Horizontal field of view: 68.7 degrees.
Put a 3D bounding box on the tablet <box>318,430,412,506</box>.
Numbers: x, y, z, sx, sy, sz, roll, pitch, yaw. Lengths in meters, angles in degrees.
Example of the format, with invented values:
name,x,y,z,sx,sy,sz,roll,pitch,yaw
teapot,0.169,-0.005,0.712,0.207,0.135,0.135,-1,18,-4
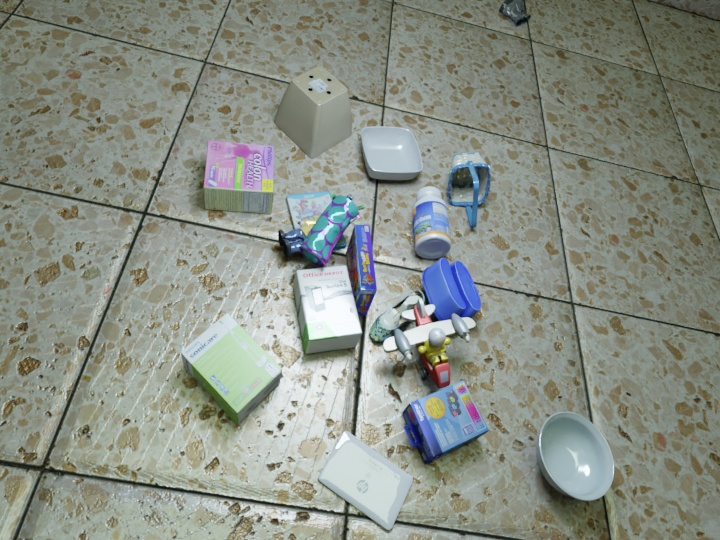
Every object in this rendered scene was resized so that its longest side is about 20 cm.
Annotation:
name,x,y,z,sx,sy,sz,roll,pitch,yaw
tablet,0.013,0.476,1.207,0.197,0.014,0.131,32,56,7

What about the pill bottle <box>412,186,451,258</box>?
name,x,y,z,sx,sy,sz,roll,pitch,yaw
pill bottle,0.212,-0.149,1.596,0.108,0.113,0.206,6,56,-10

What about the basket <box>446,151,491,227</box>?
name,x,y,z,sx,sy,sz,roll,pitch,yaw
basket,0.346,-0.264,1.673,0.134,0.180,0.204,-7,44,-1

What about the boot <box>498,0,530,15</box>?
name,x,y,z,sx,sy,sz,roll,pitch,yaw
boot,0.742,-1.210,2.444,0.199,0.070,0.132,-41,77,-20

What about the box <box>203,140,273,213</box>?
name,x,y,z,sx,sy,sz,roll,pitch,yaw
box,-0.352,-0.273,1.539,0.193,0.098,0.181,3,57,-13

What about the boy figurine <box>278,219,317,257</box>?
name,x,y,z,sx,sy,sz,roll,pitch,yaw
boy figurine,-0.129,-0.096,1.483,0.194,0.065,0.126,-17,61,-21

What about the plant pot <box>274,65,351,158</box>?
name,x,y,z,sx,sy,sz,roll,pitch,yaw
plant pot,-0.141,-0.530,1.708,0.200,0.179,0.198,44,57,15

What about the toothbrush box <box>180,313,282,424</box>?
name,x,y,z,sx,sy,sz,roll,pitch,yaw
toothbrush box,-0.301,0.228,1.239,0.199,0.087,0.145,41,58,12

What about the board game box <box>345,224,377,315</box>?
name,x,y,z,sx,sy,sz,roll,pitch,yaw
board game box,0.000,0.000,1.432,0.043,0.136,0.206,2,57,-13

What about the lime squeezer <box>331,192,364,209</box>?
name,x,y,z,sx,sy,sz,roll,pitch,yaw
lime squeezer,-0.057,-0.188,1.564,0.038,0.072,0.198,40,14,23

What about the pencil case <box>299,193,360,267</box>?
name,x,y,z,sx,sy,sz,roll,pitch,yaw
pencil case,-0.079,-0.108,1.424,0.091,0.086,0.203,27,68,19

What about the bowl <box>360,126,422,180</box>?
name,x,y,z,sx,sy,sz,roll,pitch,yaw
bowl,0.096,-0.375,1.733,0.193,0.075,0.205,-2,59,-15

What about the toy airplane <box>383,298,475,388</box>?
name,x,y,z,sx,sy,sz,roll,pitch,yaw
toy airplane,0.179,0.165,1.335,0.196,0.142,0.203,31,70,2

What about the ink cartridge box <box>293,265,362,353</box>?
name,x,y,z,sx,sy,sz,roll,pitch,yaw
ink cartridge box,-0.090,0.099,1.377,0.140,0.085,0.205,-5,59,-17

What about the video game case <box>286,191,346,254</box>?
name,x,y,z,sx,sy,sz,roll,pitch,yaw
video game case,-0.133,-0.146,1.562,0.138,0.018,0.205,-8,61,-18

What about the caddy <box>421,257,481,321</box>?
name,x,y,z,sx,sy,sz,roll,pitch,yaw
caddy,0.248,0.065,1.477,0.138,0.105,0.205,9,52,-38

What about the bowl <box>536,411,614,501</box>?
name,x,y,z,sx,sy,sz,roll,pitch,yaw
bowl,0.509,0.463,1.295,0.194,0.091,0.207,7,56,-11

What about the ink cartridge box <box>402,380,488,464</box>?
name,x,y,z,sx,sy,sz,roll,pitch,yaw
ink cartridge box,0.192,0.373,1.283,0.194,0.077,0.139,-17,63,-22

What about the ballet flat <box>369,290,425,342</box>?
name,x,y,z,sx,sy,sz,roll,pitch,yaw
ballet flat,0.102,0.115,1.426,0.198,0.075,0.074,-36,71,-31
